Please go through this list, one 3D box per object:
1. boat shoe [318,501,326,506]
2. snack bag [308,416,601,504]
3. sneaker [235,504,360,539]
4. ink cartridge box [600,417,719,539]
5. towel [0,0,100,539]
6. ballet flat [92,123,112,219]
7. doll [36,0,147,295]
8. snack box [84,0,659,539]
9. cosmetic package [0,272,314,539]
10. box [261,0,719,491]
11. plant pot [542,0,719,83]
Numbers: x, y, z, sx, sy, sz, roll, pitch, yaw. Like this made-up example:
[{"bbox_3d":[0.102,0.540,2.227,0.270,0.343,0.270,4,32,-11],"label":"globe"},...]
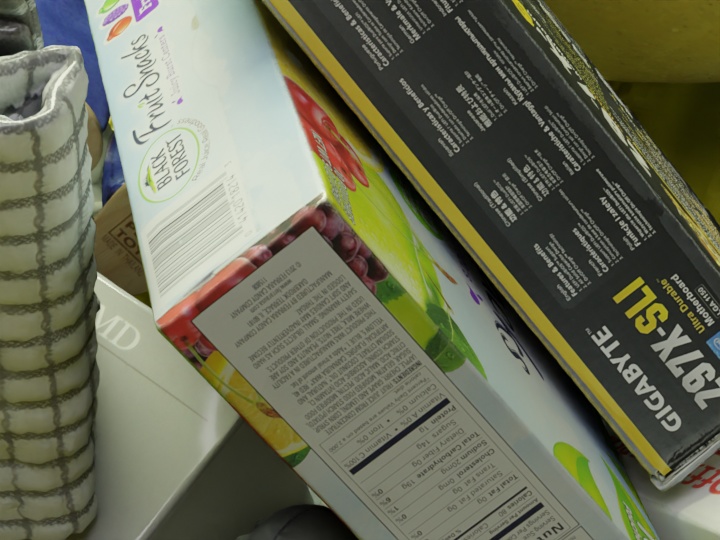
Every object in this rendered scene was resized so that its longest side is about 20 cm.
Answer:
[{"bbox_3d":[-0.012,0.119,0.707,0.072,0.066,0.201,21,62,17],"label":"boat shoe"},{"bbox_3d":[0.057,0.069,0.784,0.188,0.021,0.200,-31,61,-15],"label":"snack bag"},{"bbox_3d":[0.028,0.145,0.632,0.090,0.201,0.066,-6,16,38],"label":"sneaker"},{"bbox_3d":[0.126,0.053,0.703,0.199,0.068,0.116,-33,15,-16],"label":"ink cartridge box"},{"bbox_3d":[-0.159,-0.011,0.643,0.198,0.166,0.086,-4,51,-4],"label":"towel"},{"bbox_3d":[-0.140,-0.001,0.788,0.199,0.070,0.069,-17,52,-41],"label":"ballet flat"},{"bbox_3d":[-0.058,-0.068,0.838,0.136,0.048,0.200,38,29,-16],"label":"doll"},{"bbox_3d":[0.000,0.000,0.688,0.053,0.142,0.200,-36,28,9],"label":"snack box"},{"bbox_3d":[-0.114,0.094,0.730,0.106,0.090,0.200,30,73,22],"label":"cosmetic package"},{"bbox_3d":[0.027,-0.054,0.708,0.049,0.160,0.200,-38,100,11],"label":"box"},{"bbox_3d":[0.068,-0.138,0.839,0.141,0.200,0.201,-19,53,20],"label":"plant pot"}]
